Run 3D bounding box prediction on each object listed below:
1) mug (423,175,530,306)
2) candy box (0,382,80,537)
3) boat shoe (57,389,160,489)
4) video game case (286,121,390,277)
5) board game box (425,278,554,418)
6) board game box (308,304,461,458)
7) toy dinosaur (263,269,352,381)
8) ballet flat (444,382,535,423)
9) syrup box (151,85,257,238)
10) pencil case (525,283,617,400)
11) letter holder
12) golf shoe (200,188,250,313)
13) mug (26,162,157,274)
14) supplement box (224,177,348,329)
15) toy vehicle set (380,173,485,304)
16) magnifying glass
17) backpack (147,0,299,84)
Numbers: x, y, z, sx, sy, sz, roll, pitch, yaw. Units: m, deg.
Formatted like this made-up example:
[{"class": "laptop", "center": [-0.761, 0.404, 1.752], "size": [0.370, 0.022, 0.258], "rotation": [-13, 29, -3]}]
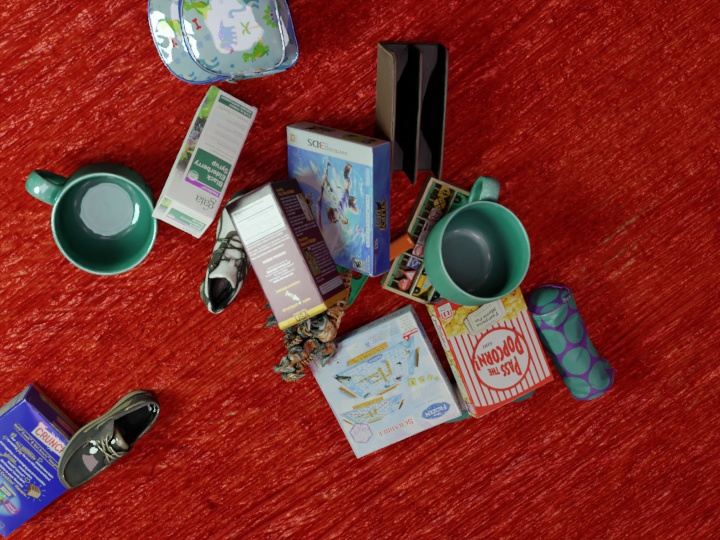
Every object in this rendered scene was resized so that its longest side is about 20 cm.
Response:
[{"class": "mug", "center": [0.184, -0.033, 1.587], "size": [0.152, 0.114, 0.185], "rotation": [44, 72, -4]}, {"class": "candy box", "center": [-0.560, 0.311, 1.669], "size": [0.199, 0.077, 0.170], "rotation": [-36, 110, 7]}, {"class": "boat shoe", "center": [-0.403, 0.269, 1.633], "size": [0.200, 0.073, 0.075], "rotation": [-48, 111, -24]}, {"class": "video game case", "center": [-0.035, -0.110, 1.536], "size": [0.045, 0.180, 0.203], "rotation": [-21, 120, -42]}, {"class": "board game box", "center": [0.214, 0.118, 1.669], "size": [0.150, 0.046, 0.202], "rotation": [-25, 98, -13]}, {"class": "board game box", "center": [0.039, 0.186, 1.690], "size": [0.198, 0.041, 0.201], "rotation": [-24, 103, 13]}, {"class": "toy dinosaur", "center": [-0.082, 0.082, 1.637], "size": [0.135, 0.102, 0.201], "rotation": [34, 82, -16]}, {"class": "ballet flat", "center": [0.207, 0.203, 1.733], "size": [0.198, 0.068, 0.071], "rotation": [-15, 148, -6]}, {"class": "syrup box", "center": [-0.227, -0.158, 1.484], "size": [0.078, 0.081, 0.202], "rotation": [26, 62, -16]}, {"class": "pencil case", "center": [0.356, 0.119, 1.717], "size": [0.092, 0.085, 0.201], "rotation": [-37, 112, -15]}, {"class": "letter holder", "center": [0.080, -0.231, 1.522], "size": [0.099, 0.142, 0.203], "rotation": [-1, 110, -7]}, {"class": "golf shoe", "center": [-0.196, -0.024, 1.588], "size": [0.077, 0.095, 0.202], "rotation": [14, 106, -11]}, {"class": "mug", "center": [-0.387, -0.097, 1.514], "size": [0.151, 0.114, 0.186], "rotation": [-27, 111, -2]}, {"class": "supplement box", "center": [-0.108, -0.028, 1.512], "size": [0.085, 0.110, 0.202], "rotation": [-24, 92, 19]}, {"class": "toy vehicle set", "center": [0.127, -0.043, 1.658], "size": [0.123, 0.027, 0.202], "rotation": [19, 106, -14]}, {"class": "magnifying glass", "center": [0.000, 0.000, 1.645], "size": [0.199, 0.022, 0.080], "rotation": [-32, 104, 16]}, {"class": "backpack", "center": [-0.197, -0.356, 1.439], "size": [0.197, 0.147, 0.185], "rotation": [-12, 109, 0]}]
